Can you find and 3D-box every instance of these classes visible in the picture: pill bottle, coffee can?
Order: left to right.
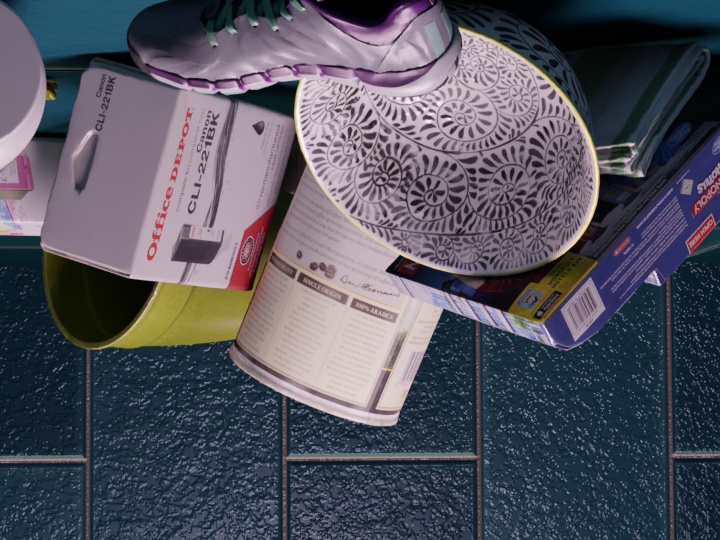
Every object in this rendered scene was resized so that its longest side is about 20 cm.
[{"bbox_3d":[-0.254,-0.108,1.266,0.115,0.116,0.200,1,176,-16],"label":"pill bottle"},{"bbox_3d":[0.000,0.000,1.615,0.146,0.201,0.146,22,-172,-3],"label":"coffee can"}]

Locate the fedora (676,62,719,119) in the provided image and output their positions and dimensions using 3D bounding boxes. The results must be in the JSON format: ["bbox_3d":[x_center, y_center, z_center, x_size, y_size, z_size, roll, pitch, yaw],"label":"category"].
[{"bbox_3d":[0.289,-0.105,1.520,0.199,0.092,0.201,0,176,0],"label":"fedora"}]

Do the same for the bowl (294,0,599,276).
[{"bbox_3d":[0.067,-0.101,1.303,0.200,0.201,0.094,-3,-141,30],"label":"bowl"}]

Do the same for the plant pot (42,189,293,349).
[{"bbox_3d":[-0.141,-0.018,1.793,0.192,0.201,0.200,13,169,-39],"label":"plant pot"}]

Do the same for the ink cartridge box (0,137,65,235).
[{"bbox_3d":[-0.337,-0.078,1.934,0.199,0.085,0.144,2,176,-15],"label":"ink cartridge box"}]

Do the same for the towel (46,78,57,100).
[{"bbox_3d":[-0.335,-0.135,1.585,0.199,0.018,0.086,-3,176,29],"label":"towel"}]

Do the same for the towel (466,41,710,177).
[{"bbox_3d":[0.126,-0.104,1.417,0.199,0.031,0.149,-3,-148,35],"label":"towel"}]

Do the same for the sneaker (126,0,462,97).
[{"bbox_3d":[-0.043,-0.151,1.181,0.199,0.075,0.088,2,148,12],"label":"sneaker"}]

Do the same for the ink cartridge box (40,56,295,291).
[{"bbox_3d":[-0.139,-0.067,1.546,0.083,0.145,0.200,17,-176,24],"label":"ink cartridge box"}]

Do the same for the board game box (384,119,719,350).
[{"bbox_3d":[0.123,-0.034,1.405,0.200,0.062,0.199,-45,-143,-22],"label":"board game box"}]

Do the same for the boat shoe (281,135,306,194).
[{"bbox_3d":[-0.019,-0.096,1.887,0.199,0.075,0.073,8,-171,19],"label":"boat shoe"}]
